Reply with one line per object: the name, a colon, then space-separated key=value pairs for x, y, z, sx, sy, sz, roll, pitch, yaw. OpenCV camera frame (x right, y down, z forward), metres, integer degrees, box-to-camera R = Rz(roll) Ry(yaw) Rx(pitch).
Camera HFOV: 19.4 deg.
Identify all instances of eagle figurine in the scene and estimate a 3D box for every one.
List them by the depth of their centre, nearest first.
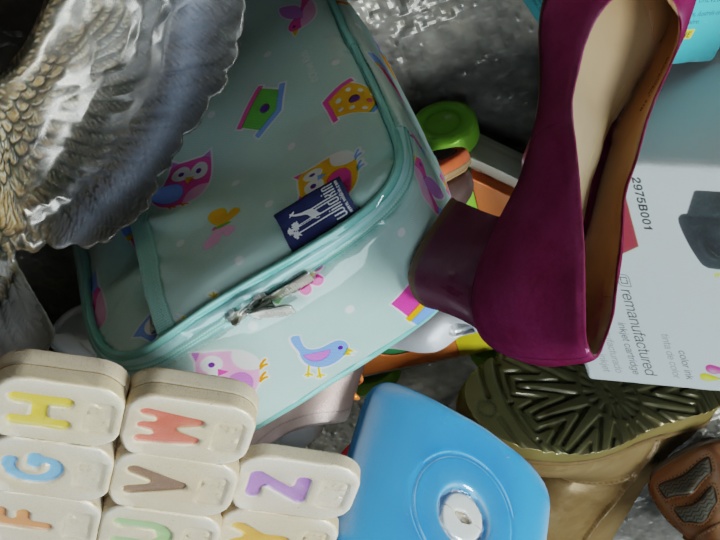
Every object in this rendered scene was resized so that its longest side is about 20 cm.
eagle figurine: x=-0.147 y=-0.066 z=0.822 sx=0.151 sy=0.201 sz=0.151 roll=35 pitch=148 yaw=-14

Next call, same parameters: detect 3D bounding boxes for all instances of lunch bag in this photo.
lunch bag: x=-0.049 y=-0.029 z=0.876 sx=0.160 sy=0.201 sz=0.077 roll=-29 pitch=129 yaw=7

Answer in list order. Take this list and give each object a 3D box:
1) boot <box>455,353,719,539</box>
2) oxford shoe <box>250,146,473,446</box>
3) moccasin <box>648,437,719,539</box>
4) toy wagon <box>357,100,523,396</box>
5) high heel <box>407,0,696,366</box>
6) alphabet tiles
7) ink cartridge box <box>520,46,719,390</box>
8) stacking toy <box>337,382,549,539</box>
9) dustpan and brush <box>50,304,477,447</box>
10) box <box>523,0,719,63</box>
boot: x=0.087 y=0.130 z=1.108 sx=0.174 sy=0.066 sz=0.201 roll=-1 pitch=137 yaw=-35
oxford shoe: x=-0.018 y=0.023 z=0.935 sx=0.200 sy=0.071 sz=0.073 roll=-41 pitch=103 yaw=-7
moccasin: x=0.225 y=0.143 z=1.124 sx=0.073 sy=0.078 sz=0.201 roll=-31 pitch=152 yaw=17
toy wagon: x=0.000 y=0.000 z=1.026 sx=0.198 sy=0.040 sz=0.156 roll=-12 pitch=132 yaw=6
high heel: x=0.101 y=-0.055 z=0.786 sx=0.067 sy=0.096 sz=0.201 roll=33 pitch=83 yaw=-41
alphabet tiles: x=-0.105 y=0.100 z=0.851 sx=0.194 sy=0.015 sz=0.201 roll=9 pitch=142 yaw=-9
ink cartridge box: x=0.190 y=-0.020 z=0.938 sx=0.198 sy=0.083 sz=0.146 roll=4 pitch=135 yaw=29
stacking toy: x=-0.012 y=0.150 z=1.016 sx=0.116 sy=0.110 sz=0.200 roll=33 pitch=140 yaw=-22
dustpan and brush: x=-0.033 y=0.042 z=1.000 sx=0.199 sy=0.058 sz=0.140 roll=1 pitch=150 yaw=35
box: x=0.142 y=-0.173 z=0.849 sx=0.082 sy=0.049 sz=0.201 roll=-7 pitch=140 yaw=-30
